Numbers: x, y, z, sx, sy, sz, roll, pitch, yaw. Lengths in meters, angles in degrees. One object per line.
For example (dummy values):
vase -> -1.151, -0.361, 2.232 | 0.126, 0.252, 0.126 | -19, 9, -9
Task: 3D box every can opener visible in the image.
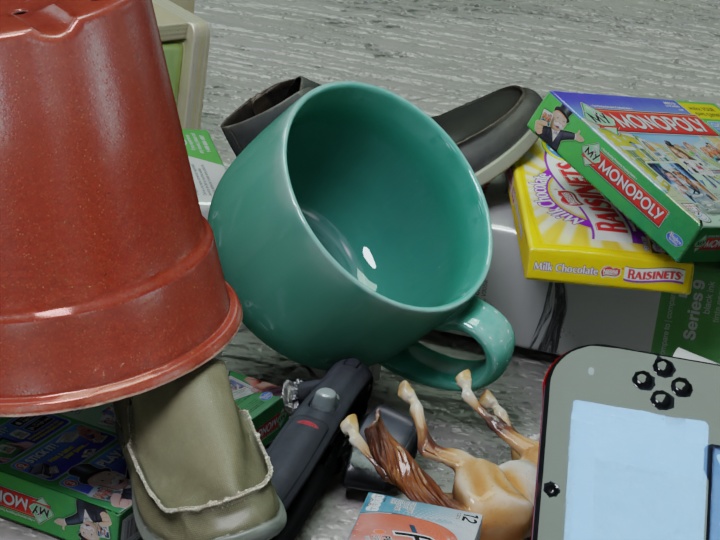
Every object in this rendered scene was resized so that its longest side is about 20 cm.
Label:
can opener -> -0.028, 0.104, 1.511 | 0.078, 0.064, 0.200 | 8, 21, 19

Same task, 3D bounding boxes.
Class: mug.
mug -> -0.009, -0.004, 1.616 | 0.152, 0.114, 0.185 | -2, 65, -41

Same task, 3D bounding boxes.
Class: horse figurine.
horse figurine -> 0.073, 0.112, 1.520 | 0.133, 0.050, 0.200 | 48, 29, 25

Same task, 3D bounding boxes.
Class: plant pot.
plant pot -> -0.172, -0.054, 1.440 | 0.200, 0.196, 0.201 | -5, 22, 2

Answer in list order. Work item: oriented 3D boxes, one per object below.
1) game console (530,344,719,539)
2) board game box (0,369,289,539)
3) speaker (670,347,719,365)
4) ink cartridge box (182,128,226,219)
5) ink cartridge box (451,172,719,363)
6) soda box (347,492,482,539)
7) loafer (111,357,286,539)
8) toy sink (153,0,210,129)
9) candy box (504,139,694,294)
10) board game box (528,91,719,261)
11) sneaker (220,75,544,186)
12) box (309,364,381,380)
game console -> 0.177, 0.132, 1.437 | 0.176, 0.031, 0.200 | 7, 54, 1
board game box -> -0.143, 0.092, 1.548 | 0.134, 0.029, 0.200 | 16, 24, 22
speaker -> 0.250, 0.115, 1.524 | 0.200, 0.081, 0.081 | 22, 24, 11
ink cartridge box -> -0.188, -0.036, 1.771 | 0.199, 0.084, 0.146 | 2, 23, -14
ink cartridge box -> 0.150, -0.006, 1.796 | 0.199, 0.084, 0.146 | 11, 24, 8
soda box -> 0.012, 0.180, 1.329 | 0.063, 0.069, 0.200 | 11, 21, 7
loafer -> -0.094, 0.086, 1.433 | 0.075, 0.070, 0.200 | -17, 26, -14
toy sink -> -0.178, -0.127, 1.942 | 0.200, 0.131, 0.112 | -9, 28, -38
candy box -> 0.145, -0.043, 1.724 | 0.102, 0.026, 0.200 | 3, 27, -4
board game box -> 0.208, -0.057, 1.702 | 0.135, 0.029, 0.200 | 45, 26, 27
sneaker -> 0.017, -0.090, 1.732 | 0.200, 0.106, 0.075 | -27, 18, -6
box -> -0.040, 0.013, 1.763 | 0.039, 0.042, 0.200 | -3, 26, -23
